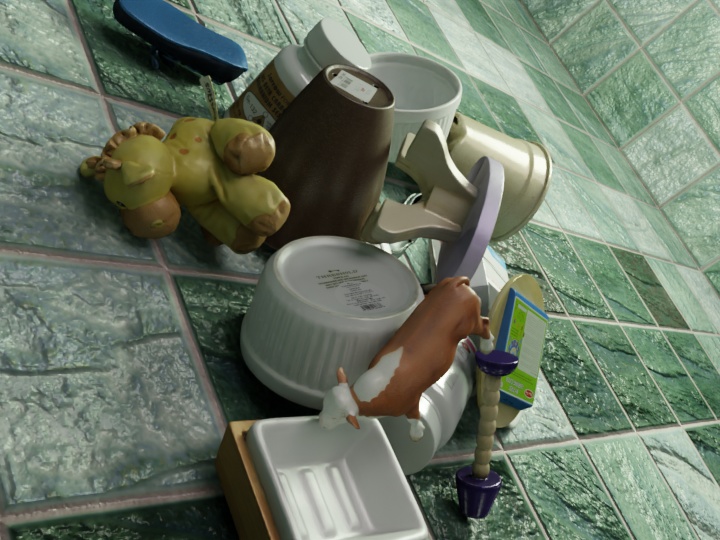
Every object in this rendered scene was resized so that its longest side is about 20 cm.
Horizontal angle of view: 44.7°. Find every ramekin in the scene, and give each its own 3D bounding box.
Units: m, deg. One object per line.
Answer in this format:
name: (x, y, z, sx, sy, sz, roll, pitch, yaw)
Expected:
ramekin: (-0.024, 0.047, 0.940, 0.199, 0.105, 0.200, 11, 31, -7)
ramekin: (0.058, -0.262, 1.424, 0.199, 0.105, 0.201, 4, 39, -3)

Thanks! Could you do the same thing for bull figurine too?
bull figurine: (0.050, 0.096, 0.851, 0.065, 0.200, 0.121, 39, -8, 36)

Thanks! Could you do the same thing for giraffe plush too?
giraffe plush: (-0.196, -0.099, 0.929, 0.162, 0.172, 0.201, -23, 85, -39)

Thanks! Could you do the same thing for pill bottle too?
pill bottle: (0.067, 0.147, 1.033, 0.113, 0.113, 0.200, 49, 28, -3)
pill bottle: (-0.084, -0.237, 1.180, 0.114, 0.200, 0.115, 35, 32, -25)

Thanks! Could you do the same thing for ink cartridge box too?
ink cartridge box: (0.175, 0.015, 1.366, 0.116, 0.068, 0.200, 41, 22, -17)
ink cartridge box: (0.131, 0.026, 1.155, 0.116, 0.066, 0.200, -95, 176, -46)

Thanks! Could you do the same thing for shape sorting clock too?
shape sorting clock: (0.194, 0.103, 1.128, 0.200, 0.039, 0.201, -15, 107, -58)

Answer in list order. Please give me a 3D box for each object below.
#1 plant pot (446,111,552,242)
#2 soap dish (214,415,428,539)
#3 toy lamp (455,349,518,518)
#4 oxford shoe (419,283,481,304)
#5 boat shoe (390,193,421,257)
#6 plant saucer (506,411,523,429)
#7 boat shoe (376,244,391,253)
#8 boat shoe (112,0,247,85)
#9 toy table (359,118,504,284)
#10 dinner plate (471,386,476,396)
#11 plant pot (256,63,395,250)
plant pot: (0.198, -0.176, 1.528, 0.183, 0.200, 0.201, 27, 36, -29)
soap dish: (-0.038, 0.218, 0.831, 0.200, 0.081, 0.158, 9, 49, -51)
toy lamp: (0.147, 0.195, 1.035, 0.058, 0.201, 0.058, 7, 12, -1)
oxford shoe: (0.051, 0.049, 1.064, 0.072, 0.199, 0.071, -27, 116, -54)
boat shoe: (0.063, -0.071, 1.340, 0.073, 0.062, 0.200, 49, 28, -3)
plant saucer: (0.210, 0.125, 1.265, 0.200, 0.050, 0.201, 6, 90, -69)
boat shoe: (0.000, 0.000, 1.164, 0.066, 0.072, 0.201, 18, 50, -50)
boat shoe: (-0.243, -0.294, 1.164, 0.200, 0.069, 0.084, 26, 45, -36)
toy table: (0.085, -0.077, 1.008, 0.117, 0.184, 0.200, 25, 32, -7)
dinner plate: (0.115, 0.091, 1.264, 0.200, 0.024, 0.201, 35, 31, -25)
plant pot: (-0.041, -0.144, 1.079, 0.186, 0.200, 0.187, 18, 36, -14)
